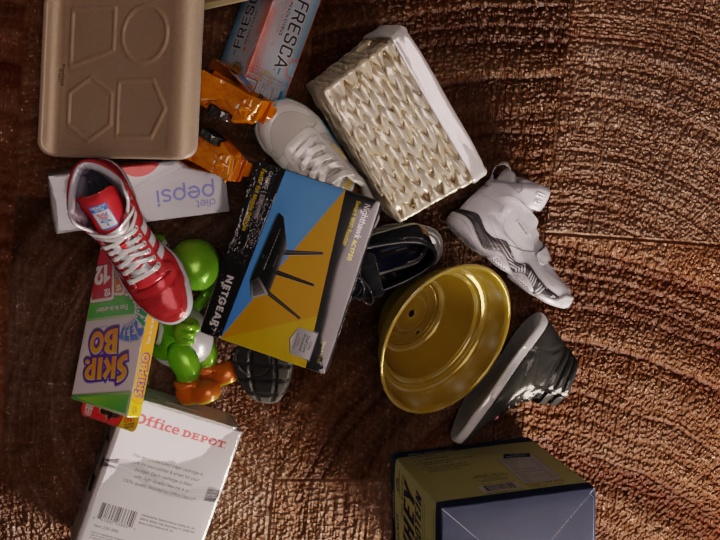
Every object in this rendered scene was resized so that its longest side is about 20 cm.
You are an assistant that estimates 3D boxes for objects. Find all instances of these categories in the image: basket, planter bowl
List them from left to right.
[{"bbox_3d":[0.037,-0.171,1.379,0.123,0.136,0.201,-32,107,-4],"label":"basket"},{"bbox_3d":[0.083,0.068,1.441,0.200,0.083,0.202,-19,125,-29],"label":"planter bowl"}]

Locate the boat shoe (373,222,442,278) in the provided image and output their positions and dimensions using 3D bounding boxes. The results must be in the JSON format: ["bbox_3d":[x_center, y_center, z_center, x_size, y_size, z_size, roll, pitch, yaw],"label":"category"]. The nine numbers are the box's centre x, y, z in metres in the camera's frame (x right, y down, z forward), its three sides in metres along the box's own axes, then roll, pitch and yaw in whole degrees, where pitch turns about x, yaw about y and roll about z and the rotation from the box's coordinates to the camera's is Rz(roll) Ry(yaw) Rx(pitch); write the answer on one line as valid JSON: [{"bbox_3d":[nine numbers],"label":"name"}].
[{"bbox_3d":[0.010,-0.013,1.432,0.201,0.065,0.075,-7,102,-15],"label":"boat shoe"}]

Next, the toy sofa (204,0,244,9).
[{"bbox_3d":[-0.141,-0.341,1.282,0.199,0.098,0.083,-7,123,24],"label":"toy sofa"}]

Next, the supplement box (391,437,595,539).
[{"bbox_3d":[0.160,0.310,1.458,0.199,0.200,0.135,-4,101,-15],"label":"supplement box"}]

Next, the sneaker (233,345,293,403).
[{"bbox_3d":[-0.109,0.060,1.400,0.075,0.079,0.201,3,109,14],"label":"sneaker"}]

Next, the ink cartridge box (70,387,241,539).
[{"bbox_3d":[-0.243,0.251,1.396,0.145,0.084,0.201,20,94,-17],"label":"ink cartridge box"}]

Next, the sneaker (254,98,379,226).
[{"bbox_3d":[-0.044,-0.122,1.362,0.077,0.081,0.200,-46,128,-3],"label":"sneaker"}]

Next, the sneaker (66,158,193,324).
[{"bbox_3d":[-0.247,-0.030,1.242,0.071,0.112,0.201,-30,90,-1],"label":"sneaker"}]

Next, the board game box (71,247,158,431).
[{"bbox_3d":[-0.275,0.076,1.334,0.030,0.095,0.201,7,93,-55],"label":"board game box"}]

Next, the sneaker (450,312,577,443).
[{"bbox_3d":[0.206,0.161,1.513,0.099,0.071,0.200,40,83,-13],"label":"sneaker"}]

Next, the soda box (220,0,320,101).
[{"bbox_3d":[-0.102,-0.278,1.346,0.063,0.068,0.201,18,94,-40],"label":"soda box"}]

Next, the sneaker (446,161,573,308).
[{"bbox_3d":[0.213,-0.044,1.477,0.200,0.075,0.115,37,91,-15],"label":"sneaker"}]

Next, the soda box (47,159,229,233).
[{"bbox_3d":[-0.255,-0.091,1.345,0.199,0.063,0.069,-8,101,-14],"label":"soda box"}]

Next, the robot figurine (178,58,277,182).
[{"bbox_3d":[-0.197,-0.184,1.304,0.199,0.058,0.146,31,104,21],"label":"robot figurine"}]

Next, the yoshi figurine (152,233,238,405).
[{"bbox_3d":[-0.192,0.048,1.371,0.112,0.112,0.201,-24,103,-26],"label":"yoshi figurine"}]

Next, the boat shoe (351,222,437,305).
[{"bbox_3d":[0.000,0.000,1.365,0.199,0.062,0.075,-20,119,-16],"label":"boat shoe"}]

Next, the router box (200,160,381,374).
[{"bbox_3d":[-0.076,-0.004,1.307,0.148,0.051,0.201,18,91,3],"label":"router box"}]

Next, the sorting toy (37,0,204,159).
[{"bbox_3d":[-0.261,-0.215,1.284,0.199,0.036,0.186,4,92,23],"label":"sorting toy"}]
